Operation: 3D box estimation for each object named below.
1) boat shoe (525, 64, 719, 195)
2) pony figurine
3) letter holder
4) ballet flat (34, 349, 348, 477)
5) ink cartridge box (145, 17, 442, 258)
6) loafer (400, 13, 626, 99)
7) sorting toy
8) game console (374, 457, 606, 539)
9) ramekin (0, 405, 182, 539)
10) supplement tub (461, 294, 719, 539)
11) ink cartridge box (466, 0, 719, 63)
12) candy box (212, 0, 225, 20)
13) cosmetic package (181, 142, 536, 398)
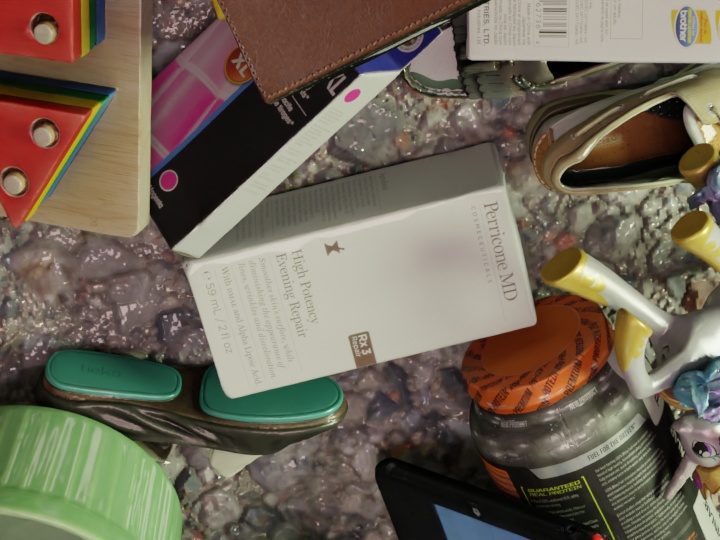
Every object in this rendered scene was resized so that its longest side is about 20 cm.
[{"bbox_3d":[0.201,-0.085,1.101,0.199,0.068,0.075,-18,116,5],"label":"boat shoe"},{"bbox_3d":[0.223,0.027,1.078,0.193,0.167,0.200,-38,124,-3],"label":"pony figurine"},{"bbox_3d":[0.020,-0.195,0.939,0.199,0.101,0.143,-24,95,20],"label":"letter holder"},{"bbox_3d":[-0.107,0.091,1.174,0.199,0.068,0.069,7,126,4],"label":"ballet flat"},{"bbox_3d":[-0.055,-0.107,1.063,0.200,0.095,0.037,-41,156,13],"label":"ink cartridge box"},{"bbox_3d":[0.117,-0.142,1.070,0.199,0.063,0.072,-14,116,3],"label":"loafer"},{"bbox_3d":[-0.221,-0.118,1.020,0.199,0.070,0.200,9,115,12],"label":"sorting toy"},{"bbox_3d":[0.102,0.212,1.183,0.031,0.199,0.177,-43,124,-28],"label":"game console"},{"bbox_3d":[-0.207,0.177,1.159,0.199,0.098,0.201,4,133,5],"label":"ramekin"},{"bbox_3d":[0.147,0.123,1.169,0.122,0.123,0.201,-24,116,8],"label":"supplement tub"},{"bbox_3d":[0.156,-0.175,1.004,0.199,0.042,0.120,3,104,19],"label":"ink cartridge box"},{"bbox_3d":[-0.003,-0.215,1.008,0.199,0.026,0.103,-16,94,18],"label":"candy box"},{"bbox_3d":[0.000,0.000,1.127,0.199,0.074,0.102,-14,117,4],"label":"cosmetic package"}]
